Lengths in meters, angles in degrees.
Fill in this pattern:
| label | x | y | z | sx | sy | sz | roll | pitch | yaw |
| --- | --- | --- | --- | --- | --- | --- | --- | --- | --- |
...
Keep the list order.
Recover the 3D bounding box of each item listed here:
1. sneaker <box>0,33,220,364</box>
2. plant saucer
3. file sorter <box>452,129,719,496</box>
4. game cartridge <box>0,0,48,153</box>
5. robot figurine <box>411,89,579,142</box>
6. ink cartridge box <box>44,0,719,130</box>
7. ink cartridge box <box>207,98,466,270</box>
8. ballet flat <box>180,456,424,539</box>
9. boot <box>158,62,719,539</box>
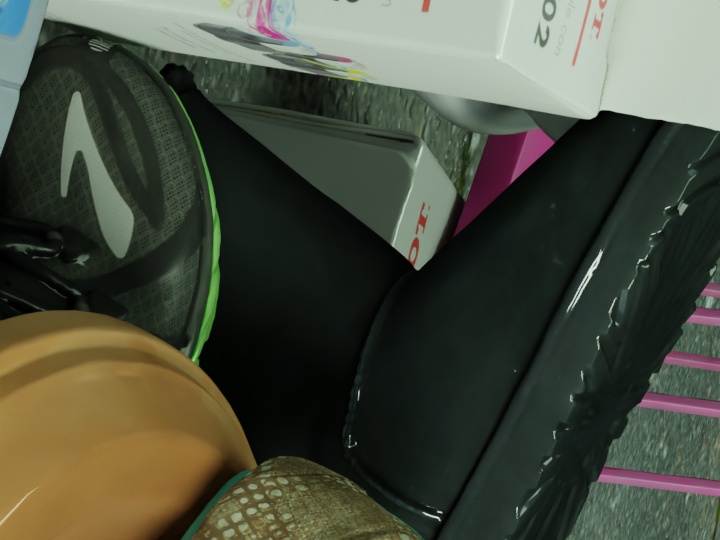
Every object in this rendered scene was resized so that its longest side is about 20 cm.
| label | x | y | z | sx | sy | sz | roll | pitch | yaw |
| --- | --- | --- | --- | --- | --- | --- | --- | --- | --- |
| sneaker | -0.090 | 0.025 | 0.701 | 0.084 | 0.076 | 0.201 | 64 | 38 | -59 |
| plant saucer | -0.077 | 0.110 | 0.662 | 0.200 | 0.037 | 0.201 | -28 | 126 | -48 |
| file sorter | 0.111 | 0.024 | 0.969 | 0.200 | 0.125 | 0.139 | 80 | 23 | -49 |
| game cartridge | -0.103 | -0.108 | 0.641 | 0.133 | 0.040 | 0.201 | 7 | 95 | -76 |
| robot figurine | 0.027 | -0.118 | 0.813 | 0.113 | 0.200 | 0.170 | -29 | 146 | -24 |
| ink cartridge box | 0.009 | -0.107 | 0.700 | 0.068 | 0.199 | 0.116 | 20 | 82 | -62 |
| ink cartridge box | -0.014 | 0.044 | 0.933 | 0.200 | 0.084 | 0.146 | 48 | 56 | -70 |
| ballet flat | -0.044 | 0.124 | 0.623 | 0.200 | 0.065 | 0.071 | -57 | 141 | -26 |
| boot | 0.001 | -0.001 | 0.761 | 0.073 | 0.162 | 0.199 | -15 | 135 | -61 |
